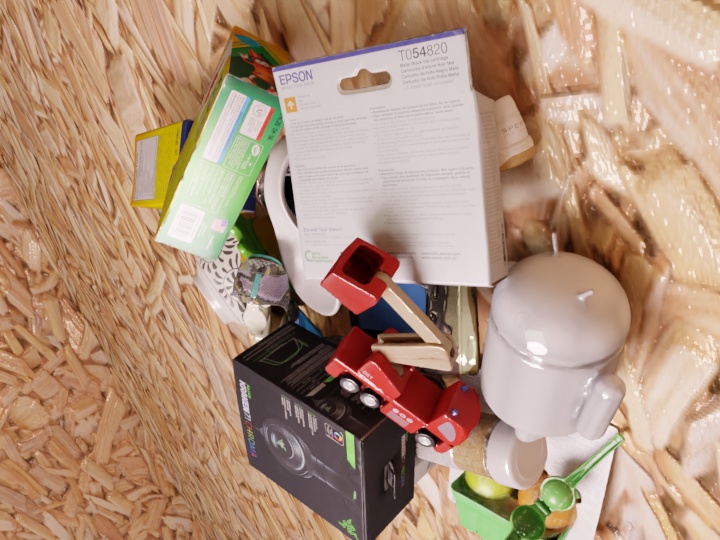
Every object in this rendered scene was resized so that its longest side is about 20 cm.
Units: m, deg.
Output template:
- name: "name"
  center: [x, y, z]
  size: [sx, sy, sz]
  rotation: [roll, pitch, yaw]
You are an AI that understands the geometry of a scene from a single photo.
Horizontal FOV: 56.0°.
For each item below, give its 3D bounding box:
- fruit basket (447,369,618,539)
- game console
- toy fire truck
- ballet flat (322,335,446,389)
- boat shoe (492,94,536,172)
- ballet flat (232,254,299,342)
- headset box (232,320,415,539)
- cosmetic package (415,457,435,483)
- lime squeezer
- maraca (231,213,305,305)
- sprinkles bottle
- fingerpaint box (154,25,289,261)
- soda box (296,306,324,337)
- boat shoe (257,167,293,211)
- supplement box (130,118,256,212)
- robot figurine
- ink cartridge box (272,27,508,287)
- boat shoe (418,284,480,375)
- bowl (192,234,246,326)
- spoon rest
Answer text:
- name: "fruit basket"
  center: [0.184, 0.220, 0.761]
  size: [0.185, 0.094, 0.200]
  rotation: [20, 113, 36]
- name: "game console"
  center: [0.000, 0.000, 0.760]
  size: [0.171, 0.118, 0.200]
  rotation: [26, 164, -31]
- name: "toy fire truck"
  center: [0.039, 0.075, 0.606]
  size: [0.200, 0.049, 0.141]
  rotation: [37, 140, -4]
- name: "ballet flat"
  center: [0.010, 0.120, 0.847]
  size: [0.200, 0.067, 0.068]
  rotation: [20, 117, -3]
- name: "boat shoe"
  center: [0.064, -0.121, 0.617]
  size: [0.200, 0.071, 0.069]
  rotation: [-1, 115, 45]
- name: "ballet flat"
  center: [-0.113, 0.047, 0.792]
  size: [0.072, 0.072, 0.200]
  rotation: [48, 166, 16]
- name: "headset box"
  center: [-0.033, 0.180, 0.746]
  size: [0.200, 0.093, 0.174]
  rotation: [25, 132, 33]
- name: "cosmetic package"
  center: [0.031, 0.181, 0.911]
  size: [0.200, 0.101, 0.071]
  rotation: [41, 147, 26]
- name: "lime squeezer"
  center: [0.182, 0.232, 0.675]
  size: [0.038, 0.200, 0.071]
  rotation: [45, 174, 37]
- name: "maraca"
  center: [-0.106, -0.019, 0.871]
  size: [0.137, 0.107, 0.200]
  rotation: [52, -169, 28]
- name: "sprinkles bottle"
  center: [0.099, 0.178, 0.732]
  size: [0.200, 0.068, 0.068]
  rotation: [2, 120, 48]
- name: "fingerpaint box"
  center: [-0.146, -0.139, 0.738]
  size: [0.200, 0.073, 0.167]
  rotation: [-58, 24, 26]
- name: "soda box"
  center: [-0.082, 0.117, 0.980]
  size: [0.064, 0.068, 0.200]
  rotation: [48, 171, 16]
- name: "boat shoe"
  center: [-0.090, -0.101, 0.852]
  size: [0.200, 0.068, 0.072]
  rotation: [3, 121, 54]
- name: "supplement box"
  center: [-0.235, -0.139, 0.952]
  size: [0.200, 0.109, 0.109]
  rotation: [6, 92, 53]
- name: "robot figurine"
  center: [0.166, 0.065, 0.594]
  size: [0.200, 0.113, 0.170]
  rotation: [89, 156, -43]
- name: "ink cartridge box"
  center: [0.022, -0.088, 0.583]
  size: [0.199, 0.041, 0.200]
  rotation: [3, 107, 36]
- name: "boat shoe"
  center: [0.075, 0.003, 0.650]
  size: [0.072, 0.066, 0.201]
  rotation: [-21, -76, -86]
- name: "bowl"
  center: [-0.191, 0.019, 1.025]
  size: [0.201, 0.094, 0.201]
  rotation: [51, 169, 13]
- name: "spoon rest"
  center: [-0.060, -0.042, 0.699]
  size: [0.099, 0.061, 0.200]
  rotation: [23, 129, 47]
